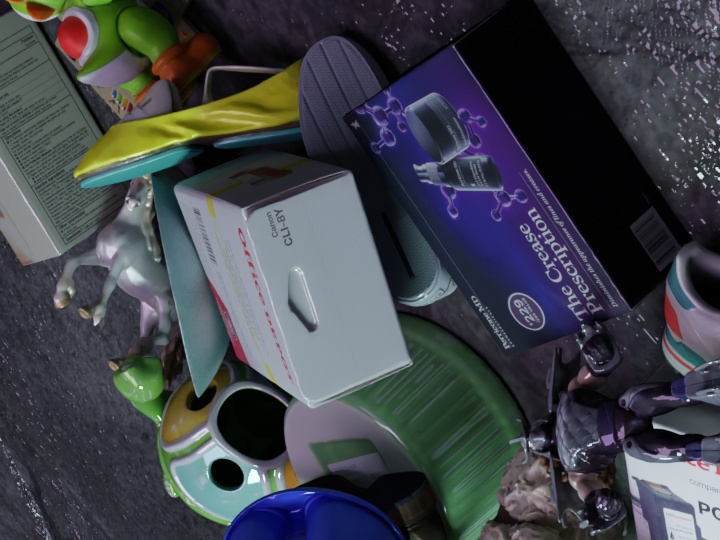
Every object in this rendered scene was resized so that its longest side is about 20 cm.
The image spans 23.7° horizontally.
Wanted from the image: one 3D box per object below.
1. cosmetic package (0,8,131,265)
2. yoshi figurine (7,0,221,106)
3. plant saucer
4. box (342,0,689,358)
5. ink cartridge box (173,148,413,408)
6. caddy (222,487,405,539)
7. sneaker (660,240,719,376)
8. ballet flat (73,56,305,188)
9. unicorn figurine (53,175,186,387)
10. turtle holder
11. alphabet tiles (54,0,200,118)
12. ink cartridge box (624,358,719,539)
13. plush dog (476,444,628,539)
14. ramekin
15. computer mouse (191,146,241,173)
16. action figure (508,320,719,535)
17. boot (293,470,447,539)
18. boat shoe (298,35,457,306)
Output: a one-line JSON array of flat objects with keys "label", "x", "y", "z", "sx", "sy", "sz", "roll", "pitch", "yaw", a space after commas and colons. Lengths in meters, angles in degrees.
[{"label": "cosmetic package", "x": -0.295, "y": -0.117, "z": 1.498, "sx": 0.087, "sy": 0.103, "sz": 0.201, "roll": -10, "pitch": 112, "yaw": 54}, {"label": "yoshi figurine", "x": -0.200, "y": -0.212, "z": 1.321, "sx": 0.200, "sy": 0.113, "sz": 0.112, "roll": 38, "pitch": -173, "yaw": -5}, {"label": "plant saucer", "x": -0.131, "y": -0.002, "z": 1.358, "sx": 0.201, "sy": 0.038, "sz": 0.202, "roll": 168, "pitch": 90, "yaw": -85}, {"label": "box", "x": 0.100, "y": -0.057, "z": 1.118, "sx": 0.200, "sy": 0.079, "sz": 0.141, "roll": 55, "pitch": 148, "yaw": -5}, {"label": "ink cartridge box", "x": -0.050, "y": 0.000, "z": 1.202, "sx": 0.200, "sy": 0.083, "sz": 0.146, "roll": 24, "pitch": 134, "yaw": 70}, {"label": "caddy", "x": -0.023, "y": 0.248, "z": 1.239, "sx": 0.141, "sy": 0.105, "sz": 0.201, "roll": -14, "pitch": 119, "yaw": 14}, {"label": "sneaker", "x": 0.264, "y": 0.044, "z": 1.022, "sx": 0.199, "sy": 0.070, "sz": 0.094, "roll": 26, "pitch": 145, "yaw": 36}, {"label": "ballet flat", "x": -0.119, "y": -0.113, "z": 1.259, "sx": 0.067, "sy": 0.199, "sz": 0.067, "roll": 4, "pitch": -107, "yaw": -82}, {"label": "unicorn figurine", "x": -0.196, "y": -0.001, "z": 1.487, "sx": 0.074, "sy": 0.138, "sz": 0.200, "roll": 17, "pitch": 149, "yaw": 32}, {"label": "turtle holder", "x": -0.109, "y": 0.130, "z": 1.466, "sx": 0.186, "sy": 0.141, "sz": 0.132, "roll": 55, "pitch": 161, "yaw": 8}, {"label": "alphabet tiles", "x": -0.194, "y": -0.204, "z": 1.385, "sx": 0.167, "sy": 0.006, "sz": 0.200, "roll": 48, "pitch": 146, "yaw": 7}, {"label": "ink cartridge box", "x": 0.259, "y": 0.164, "z": 1.126, "sx": 0.144, "sy": 0.084, "sz": 0.201, "roll": 17, "pitch": 133, "yaw": 40}, {"label": "plush dog", "x": 0.131, "y": 0.189, "z": 1.201, "sx": 0.160, "sy": 0.173, "sz": 0.200, "roll": 15, "pitch": 170, "yaw": 7}, {"label": "ramekin", "x": 0.033, "y": 0.143, "z": 1.357, "sx": 0.199, "sy": 0.098, "sz": 0.201, "roll": 30, "pitch": 140, "yaw": 29}, {"label": "computer mouse", "x": -0.072, "y": -0.009, "z": 1.382, "sx": 0.140, "sy": 0.046, "sz": 0.201, "roll": 22, "pitch": 128, "yaw": 55}, {"label": "action figure", "x": 0.170, "y": 0.093, "z": 1.050, "sx": 0.199, "sy": 0.069, "sz": 0.131, "roll": -13, "pitch": 82, "yaw": 42}, {"label": "boot", "x": -0.006, "y": 0.213, "z": 1.312, "sx": 0.199, "sy": 0.075, "sz": 0.097, "roll": -11, "pitch": 109, "yaw": 51}, {"label": "boat shoe", "x": 0.013, "y": -0.067, "z": 1.210, "sx": 0.073, "sy": 0.067, "sz": 0.201, "roll": -21, "pitch": 81, "yaw": 20}]
